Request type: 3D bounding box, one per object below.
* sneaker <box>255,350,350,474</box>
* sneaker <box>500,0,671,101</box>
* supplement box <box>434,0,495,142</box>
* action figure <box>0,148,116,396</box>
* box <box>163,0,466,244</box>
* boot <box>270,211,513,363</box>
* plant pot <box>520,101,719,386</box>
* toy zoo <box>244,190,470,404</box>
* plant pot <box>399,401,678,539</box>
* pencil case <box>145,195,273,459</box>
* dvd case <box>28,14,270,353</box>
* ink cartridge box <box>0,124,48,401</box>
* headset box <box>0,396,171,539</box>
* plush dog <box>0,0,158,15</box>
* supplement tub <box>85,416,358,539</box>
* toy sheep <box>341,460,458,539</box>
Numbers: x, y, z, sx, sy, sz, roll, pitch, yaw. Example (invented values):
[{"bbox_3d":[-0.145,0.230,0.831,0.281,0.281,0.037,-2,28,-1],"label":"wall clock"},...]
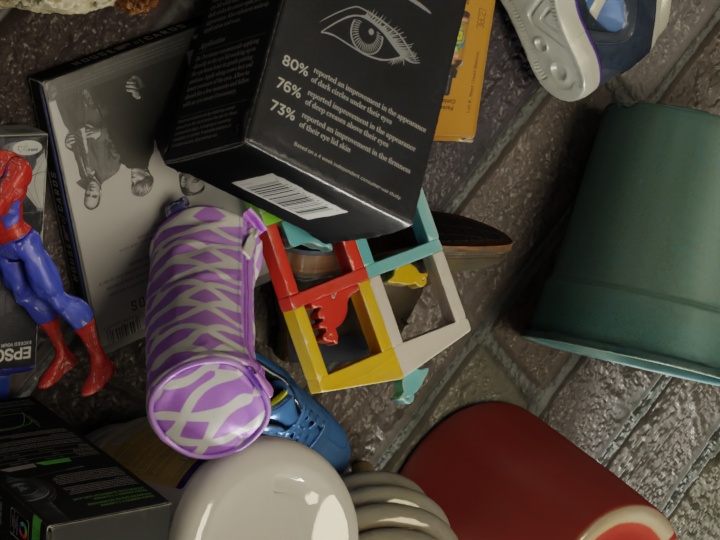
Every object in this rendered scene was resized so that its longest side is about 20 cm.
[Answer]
[{"bbox_3d":[-0.063,0.107,1.629,0.200,0.078,0.066,41,76,-40],"label":"sneaker"},{"bbox_3d":[0.173,-0.244,1.714,0.146,0.080,0.201,-40,122,-32],"label":"sneaker"},{"bbox_3d":[0.056,-0.197,1.637,0.066,0.069,0.202,0,102,-37],"label":"supplement box"},{"bbox_3d":[-0.229,0.003,1.419,0.099,0.065,0.201,-45,127,-41],"label":"action figure"},{"bbox_3d":[-0.026,-0.141,1.521,0.147,0.104,0.201,26,69,-32],"label":"box"},{"bbox_3d":[0.019,0.012,1.676,0.199,0.075,0.098,-3,115,-27],"label":"boot"},{"bbox_3d":[0.243,-0.021,1.769,0.199,0.200,0.198,16,85,-40],"label":"plant pot"},{"bbox_3d":[0.000,0.000,1.598,0.131,0.020,0.201,-20,93,-27],"label":"toy zoo"},{"bbox_3d":[0.141,0.222,1.760,0.199,0.177,0.202,-12,111,-34],"label":"plant pot"},{"bbox_3d":[-0.097,0.036,1.475,0.085,0.201,0.084,-23,124,12],"label":"pencil case"},{"bbox_3d":[-0.141,-0.060,1.550,0.150,0.025,0.201,-24,118,-31],"label":"dvd case"},{"bbox_3d":[-0.258,0.007,1.469,0.099,0.039,0.202,-6,108,-38],"label":"ink cartridge box"},{"bbox_3d":[-0.209,0.201,1.453,0.092,0.200,0.175,-7,114,-37],"label":"headset box"},{"bbox_3d":[-0.208,-0.205,1.355,0.199,0.171,0.161,21,91,-41],"label":"plush dog"},{"bbox_3d":[-0.112,0.174,1.517,0.145,0.199,0.147,-3,95,-36],"label":"supplement tub"},{"bbox_3d":[0.013,0.218,1.664,0.137,0.201,0.139,-8,129,-10],"label":"toy sheep"}]
